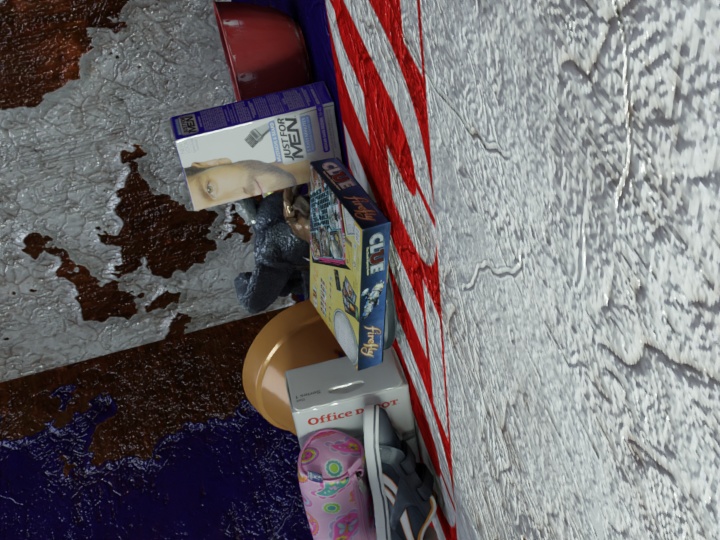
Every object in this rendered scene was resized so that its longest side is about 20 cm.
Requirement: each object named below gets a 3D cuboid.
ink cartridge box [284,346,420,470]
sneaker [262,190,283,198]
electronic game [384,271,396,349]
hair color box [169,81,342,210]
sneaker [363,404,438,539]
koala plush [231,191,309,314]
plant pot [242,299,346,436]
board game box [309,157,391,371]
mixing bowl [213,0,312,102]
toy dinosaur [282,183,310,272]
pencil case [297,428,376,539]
[{"bbox_3d":[-0.006,0.205,1.311,0.084,0.146,0.200,-109,8,-53],"label":"ink cartridge box"},{"bbox_3d":[-0.167,-0.145,2.348,0.090,0.078,0.201,-157,46,-72],"label":"sneaker"},{"bbox_3d":[0.000,0.000,1.249,0.200,0.042,0.201,164,90,-76],"label":"electronic game"},{"bbox_3d":[-0.128,-0.156,1.298,0.065,0.199,0.110,-111,9,-50],"label":"hair color box"},{"bbox_3d":[0.049,0.246,1.228,0.078,0.079,0.201,-83,-14,-67],"label":"sneaker"},{"bbox_3d":[-0.126,-0.059,1.746,0.184,0.177,0.200,107,154,-43],"label":"koala plush"},{"bbox_3d":[-0.043,0.157,1.428,0.140,0.200,0.201,41,149,47],"label":"plant pot"},{"bbox_3d":[-0.015,-0.007,1.152,0.136,0.035,0.200,53,151,43],"label":"board game box"},{"bbox_3d":[-0.129,-0.287,1.444,0.200,0.108,0.201,166,90,-85],"label":"mixing bowl"},{"bbox_3d":[-0.081,-0.071,1.586,0.136,0.086,0.200,86,165,-45],"label":"toy dinosaur"},{"bbox_3d":[-0.023,0.286,1.258,0.088,0.087,0.200,-112,12,-51],"label":"pencil case"}]
